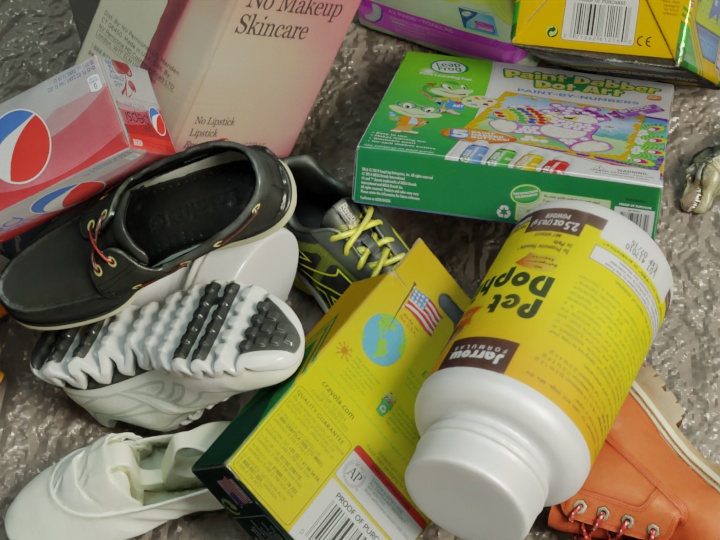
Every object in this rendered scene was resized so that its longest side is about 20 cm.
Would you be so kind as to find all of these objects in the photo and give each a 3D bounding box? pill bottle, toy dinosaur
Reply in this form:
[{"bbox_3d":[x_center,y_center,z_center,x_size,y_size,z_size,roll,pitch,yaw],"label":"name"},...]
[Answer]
[{"bbox_3d":[-0.147,-0.028,1.188,0.199,0.120,0.120,27,58,21],"label":"pill bottle"},{"bbox_3d":[0.316,-0.092,1.267,0.199,0.048,0.088,-32,51,-24],"label":"toy dinosaur"},{"bbox_3d":[0.102,0.061,1.059,0.109,0.110,0.201,20,54,17],"label":"pill bottle"}]

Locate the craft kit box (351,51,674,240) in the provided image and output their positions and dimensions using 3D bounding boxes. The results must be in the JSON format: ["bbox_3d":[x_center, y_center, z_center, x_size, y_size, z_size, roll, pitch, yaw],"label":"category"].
[{"bbox_3d":[0.110,-0.088,1.221,0.198,0.049,0.198,8,23,8],"label":"craft kit box"}]

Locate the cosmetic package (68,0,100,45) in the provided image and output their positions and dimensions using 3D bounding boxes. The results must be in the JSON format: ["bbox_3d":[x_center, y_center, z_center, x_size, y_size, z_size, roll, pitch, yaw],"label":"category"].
[{"bbox_3d":[-0.151,-0.211,1.276,0.106,0.201,0.090,32,60,23],"label":"cosmetic package"}]

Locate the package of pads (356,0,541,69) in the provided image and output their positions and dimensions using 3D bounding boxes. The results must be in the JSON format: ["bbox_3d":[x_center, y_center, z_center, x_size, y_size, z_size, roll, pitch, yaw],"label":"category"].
[{"bbox_3d":[0.052,-0.234,1.279,0.154,0.200,0.068,22,68,24],"label":"package of pads"}]

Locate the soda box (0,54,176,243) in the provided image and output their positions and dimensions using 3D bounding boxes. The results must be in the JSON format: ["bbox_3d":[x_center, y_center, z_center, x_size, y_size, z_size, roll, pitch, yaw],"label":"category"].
[{"bbox_3d":[-0.219,-0.061,1.117,0.199,0.070,0.064,-25,81,19],"label":"soda box"}]

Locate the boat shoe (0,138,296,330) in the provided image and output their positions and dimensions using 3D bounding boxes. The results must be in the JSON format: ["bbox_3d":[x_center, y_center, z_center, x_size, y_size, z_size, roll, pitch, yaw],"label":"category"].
[{"bbox_3d":[-0.138,-0.024,1.090,0.200,0.063,0.074,-23,75,13],"label":"boat shoe"}]

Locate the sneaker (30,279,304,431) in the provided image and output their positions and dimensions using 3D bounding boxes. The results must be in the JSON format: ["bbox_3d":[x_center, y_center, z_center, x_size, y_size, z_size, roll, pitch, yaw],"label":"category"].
[{"bbox_3d":[-0.109,0.058,1.108,0.199,0.081,0.075,-5,40,37],"label":"sneaker"}]

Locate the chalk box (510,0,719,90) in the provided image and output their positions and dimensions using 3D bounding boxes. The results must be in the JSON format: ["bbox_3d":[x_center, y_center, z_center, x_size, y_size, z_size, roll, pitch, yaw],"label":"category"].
[{"bbox_3d":[0.199,-0.199,1.268,0.124,0.200,0.125,10,93,21],"label":"chalk box"}]

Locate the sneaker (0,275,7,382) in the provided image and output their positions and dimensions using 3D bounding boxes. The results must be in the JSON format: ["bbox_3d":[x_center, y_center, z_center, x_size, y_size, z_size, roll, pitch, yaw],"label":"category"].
[{"bbox_3d":[-0.266,0.071,1.148,0.077,0.079,0.201,0,52,-4],"label":"sneaker"}]

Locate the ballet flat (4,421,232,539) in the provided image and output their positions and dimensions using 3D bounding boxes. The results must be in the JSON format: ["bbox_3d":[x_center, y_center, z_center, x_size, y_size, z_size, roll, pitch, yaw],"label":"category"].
[{"bbox_3d":[-0.125,0.122,1.108,0.198,0.070,0.070,-11,53,-5],"label":"ballet flat"}]

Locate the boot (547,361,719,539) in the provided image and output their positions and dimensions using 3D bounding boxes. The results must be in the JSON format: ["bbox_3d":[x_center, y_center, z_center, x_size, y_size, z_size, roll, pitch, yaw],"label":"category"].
[{"bbox_3d":[0.172,0.150,1.077,0.107,0.075,0.200,-25,48,-12],"label":"boot"}]

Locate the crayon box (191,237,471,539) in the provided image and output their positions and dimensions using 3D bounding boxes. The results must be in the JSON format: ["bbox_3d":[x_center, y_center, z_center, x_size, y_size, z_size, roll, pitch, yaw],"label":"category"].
[{"bbox_3d":[0.007,0.094,1.092,0.127,0.051,0.200,50,60,-14],"label":"crayon box"}]

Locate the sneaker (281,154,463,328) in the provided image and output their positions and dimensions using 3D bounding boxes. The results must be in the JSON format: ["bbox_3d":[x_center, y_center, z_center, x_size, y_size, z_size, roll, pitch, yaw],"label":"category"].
[{"bbox_3d":[0.000,0.000,1.183,0.200,0.085,0.074,37,63,26],"label":"sneaker"}]

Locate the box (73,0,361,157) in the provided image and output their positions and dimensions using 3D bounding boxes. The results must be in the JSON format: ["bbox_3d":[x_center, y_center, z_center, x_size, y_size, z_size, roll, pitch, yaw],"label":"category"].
[{"bbox_3d":[-0.080,-0.184,1.176,0.109,0.201,0.127,40,26,29],"label":"box"}]
